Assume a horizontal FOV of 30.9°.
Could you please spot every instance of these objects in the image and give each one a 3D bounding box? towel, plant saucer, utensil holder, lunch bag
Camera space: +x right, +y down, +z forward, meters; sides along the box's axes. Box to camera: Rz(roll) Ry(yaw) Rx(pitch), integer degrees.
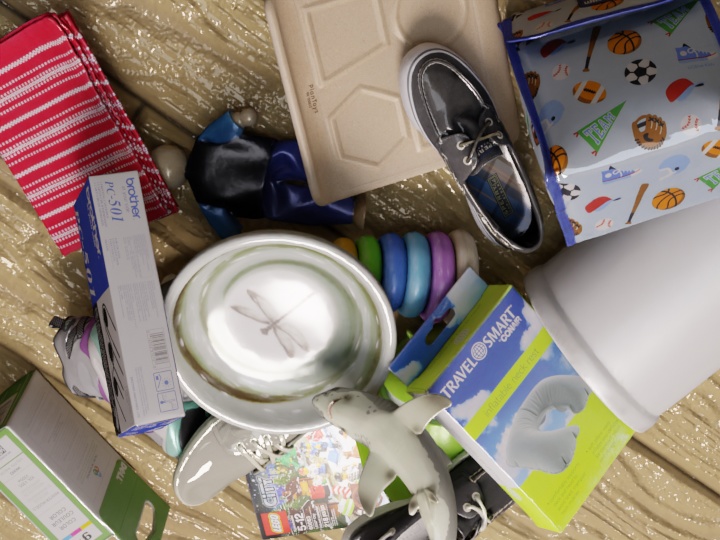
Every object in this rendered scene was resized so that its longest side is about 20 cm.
[{"bbox_3d":[-0.259,-0.114,1.129,0.143,0.023,0.202,-16,113,29],"label":"towel"},{"bbox_3d":[-0.068,0.044,1.092,0.197,0.050,0.203,1,123,1],"label":"plant saucer"},{"bbox_3d":[0.267,0.010,1.109,0.199,0.170,0.170,-39,107,15],"label":"utensil holder"},{"bbox_3d":[0.207,-0.149,1.030,0.168,0.202,0.124,-15,145,9],"label":"lunch bag"}]

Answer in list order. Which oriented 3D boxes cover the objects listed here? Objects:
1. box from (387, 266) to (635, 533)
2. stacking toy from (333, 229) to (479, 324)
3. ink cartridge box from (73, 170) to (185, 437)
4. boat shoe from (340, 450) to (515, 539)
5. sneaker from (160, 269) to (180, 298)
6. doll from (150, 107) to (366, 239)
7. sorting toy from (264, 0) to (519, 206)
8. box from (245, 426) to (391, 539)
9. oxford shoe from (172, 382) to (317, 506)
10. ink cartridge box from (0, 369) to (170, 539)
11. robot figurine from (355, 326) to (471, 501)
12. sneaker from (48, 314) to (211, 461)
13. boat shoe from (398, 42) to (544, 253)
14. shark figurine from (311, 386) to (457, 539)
[{"bbox_3d":[0.131,0.108,1.100,0.200,0.048,0.122,46,72,-15],"label":"box"},{"bbox_3d":[0.000,0.000,1.136,0.197,0.086,0.087,4,115,-12],"label":"stacking toy"},{"bbox_3d":[-0.191,0.029,1.067,0.044,0.094,0.203,-9,82,-22],"label":"ink cartridge box"},{"bbox_3d":[0.077,0.213,1.132,0.198,0.060,0.075,-25,114,-5],"label":"boat shoe"},{"bbox_3d":[-0.109,0.040,1.175,0.197,0.091,0.079,-8,113,5],"label":"sneaker"},{"bbox_3d":[-0.091,-0.076,1.146,0.197,0.049,0.138,8,113,-2],"label":"doll"},{"bbox_3d":[0.029,-0.169,1.087,0.197,0.036,0.188,-19,114,-12],"label":"sorting toy"},{"bbox_3d":[-0.050,0.158,1.254,0.134,0.038,0.203,-10,113,6],"label":"box"},{"bbox_3d":[-0.089,0.147,1.174,0.199,0.058,0.075,-40,138,5],"label":"oxford shoe"},{"bbox_3d":[-0.276,0.203,1.246,0.059,0.104,0.200,-35,109,16],"label":"ink cartridge box"},{"bbox_3d":[0.073,0.142,1.200,0.173,0.116,0.203,-5,116,-16],"label":"robot figurine"},{"bbox_3d":[-0.215,0.105,1.211,0.138,0.078,0.201,7,139,38],"label":"sneaker"},{"bbox_3d":[0.098,-0.096,1.078,0.069,0.066,0.202,-31,116,-7],"label":"boat shoe"},{"bbox_3d":[0.054,0.182,1.069,0.127,0.089,0.217,-25,76,24],"label":"shark figurine"}]
